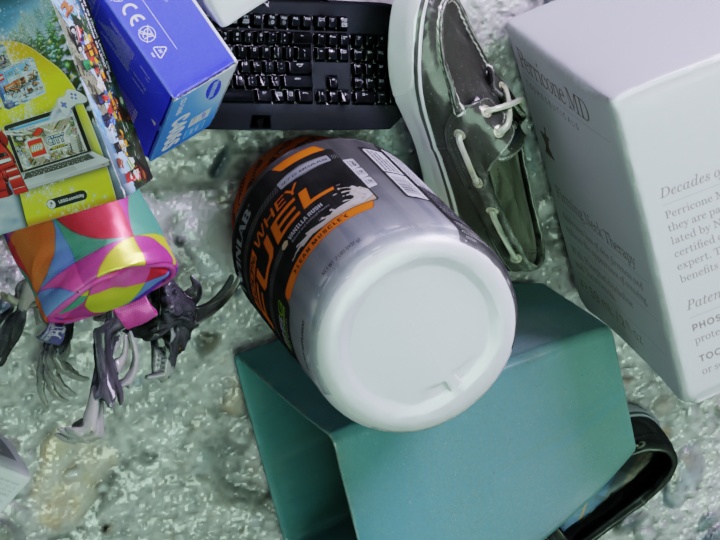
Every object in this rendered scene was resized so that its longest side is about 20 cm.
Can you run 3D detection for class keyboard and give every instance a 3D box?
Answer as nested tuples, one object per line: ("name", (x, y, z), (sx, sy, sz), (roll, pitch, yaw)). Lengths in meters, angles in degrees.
("keyboard", (-0.053, -0.132, 1.567), (0.200, 0.040, 0.104), (-2, 85, -37))

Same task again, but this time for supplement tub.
("supplement tub", (0.000, 0.000, 1.587), (0.122, 0.200, 0.123), (-7, 113, -18))

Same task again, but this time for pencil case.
("pencil case", (-0.171, -0.063, 1.517), (0.088, 0.088, 0.200), (-24, 79, -10))

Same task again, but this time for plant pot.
("plant pot", (0.055, 0.097, 1.685), (0.200, 0.141, 0.142), (-22, 117, -18))

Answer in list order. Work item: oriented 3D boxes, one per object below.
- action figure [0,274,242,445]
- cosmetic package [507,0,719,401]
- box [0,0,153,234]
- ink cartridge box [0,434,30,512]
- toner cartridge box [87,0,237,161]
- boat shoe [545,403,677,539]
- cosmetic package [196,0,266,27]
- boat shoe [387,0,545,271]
("action figure", (-0.168, 0.040, 1.595), (0.199, 0.119, 0.102), (-1, 99, -10))
("cosmetic package", (0.210, -0.066, 1.647), (0.166, 0.167, 0.200), (-22, 116, -10))
("box", (-0.221, -0.081, 1.453), (0.199, 0.038, 0.137), (-15, 101, 24))
("ink cartridge box", (-0.306, 0.157, 1.595), (0.200, 0.047, 0.160), (-47, 147, 9))
("toner cartridge box", (-0.143, -0.162, 1.470), (0.043, 0.095, 0.200), (-32, 82, -18))
("boat shoe", (0.114, 0.160, 1.775), (0.200, 0.057, 0.069), (-40, 119, -1))
("cosmetic package", (-0.070, -0.270, 1.470), (0.167, 0.166, 0.200), (-31, 119, -6))
("boat shoe", (0.068, -0.087, 1.641), (0.071, 0.064, 0.200), (-52, 137, -43))
